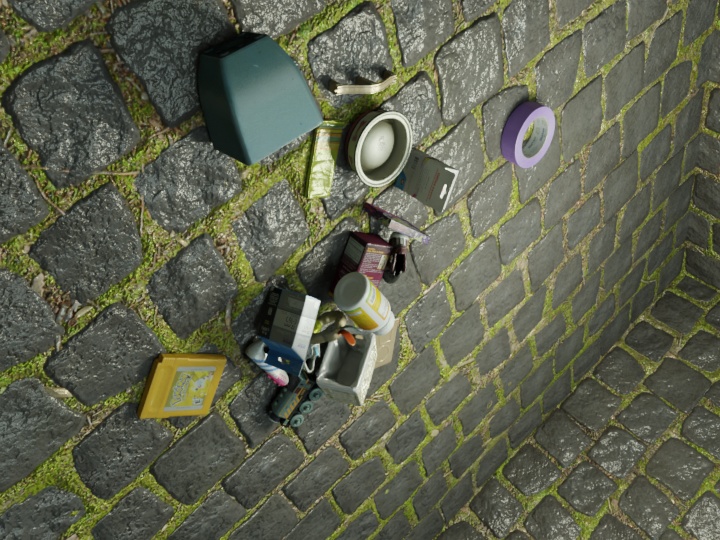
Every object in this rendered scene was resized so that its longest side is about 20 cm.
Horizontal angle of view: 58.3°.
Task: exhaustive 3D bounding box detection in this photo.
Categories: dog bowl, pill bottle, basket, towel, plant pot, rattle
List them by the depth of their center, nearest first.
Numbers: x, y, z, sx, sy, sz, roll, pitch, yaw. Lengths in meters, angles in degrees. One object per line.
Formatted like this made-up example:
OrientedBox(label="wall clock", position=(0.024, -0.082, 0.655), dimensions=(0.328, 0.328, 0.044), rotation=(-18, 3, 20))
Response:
OrientedBox(label="plant pot", position=(-0.225, -0.369, 1.326), dimensions=(0.194, 0.194, 0.204), rotation=(-34, 125, -21))
OrientedBox(label="towel", position=(-0.092, -0.280, 1.635), dimensions=(0.084, 0.018, 0.205), rotation=(-9, 122, -39))
OrientedBox(label="dog bowl", position=(0.042, -0.327, 1.690), dimensions=(0.197, 0.073, 0.205), rotation=(-24, 130, -30))
OrientedBox(label="rattle", position=(-0.092, 0.121, 1.730), dimensions=(0.127, 0.199, 0.147), rotation=(-19, 103, -24))
OrientedBox(label="pill bottle", position=(0.018, 0.100, 1.792), dimensions=(0.112, 0.110, 0.200), rotation=(-49, 137, -5))
OrientedBox(label="basket", position=(-0.035, 0.288, 1.931), dimensions=(0.125, 0.132, 0.203), rotation=(75, 29, -50))

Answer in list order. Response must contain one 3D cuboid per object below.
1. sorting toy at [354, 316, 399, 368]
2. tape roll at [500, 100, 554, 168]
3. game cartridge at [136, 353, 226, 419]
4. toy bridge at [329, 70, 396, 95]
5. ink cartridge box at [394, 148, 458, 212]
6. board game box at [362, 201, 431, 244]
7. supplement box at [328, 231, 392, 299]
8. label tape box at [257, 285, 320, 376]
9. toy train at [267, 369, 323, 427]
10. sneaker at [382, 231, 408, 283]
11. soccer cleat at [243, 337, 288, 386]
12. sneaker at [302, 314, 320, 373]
OrientedBox(label="sorting toy", position=(0.040, 0.248, 2.108), dimensions=(0.182, 0.036, 0.205), rotation=(-16, 131, -36))
OrientedBox(label="tape roll", position=(0.548, -0.443, 2.108), dimensions=(0.197, 0.065, 0.205), rotation=(-24, 130, -31))
OrientedBox(label="game cartridge", position=(-0.456, 0.297, 1.658), dimensions=(0.197, 0.032, 0.180), rotation=(7, 111, -47))
OrientedBox(label="toy bridge", position=(0.014, -0.455, 1.582), dimensions=(0.197, 0.067, 0.028), rotation=(-22, 131, -33))
OrientedBox(label="ink cartridge box", position=(0.196, -0.248, 1.794), dimensions=(0.067, 0.199, 0.118), rotation=(1, 117, -43))
OrientedBox(label="board game box", position=(0.105, -0.133, 1.846), dimensions=(0.198, 0.119, 0.033), rotation=(18, 102, -49))
OrientedBox(label="supplement box", position=(0.000, 0.000, 1.859), dimensions=(0.108, 0.085, 0.205), rotation=(4, 113, -44))
OrientedBox(label="label tape box", position=(-0.196, 0.156, 1.689), dimensions=(0.065, 0.141, 0.206), rotation=(23, 81, -49))
OrientedBox(label="toy train", position=(-0.196, 0.379, 1.926), dimensions=(0.113, 0.086, 0.202), rotation=(26, 106, -36))
OrientedBox(label="sneaker", position=(0.097, -0.006, 1.899), dimensions=(0.073, 0.118, 0.203), rotation=(4, 136, -4))
OrientedBox(label="soccer cleat", position=(-0.244, 0.256, 1.806), dimensions=(0.087, 0.070, 0.200), rotation=(-48, 139, -6))
OrientedBox(label="sneaker", position=(-0.139, 0.204, 1.862), dimensions=(0.073, 0.086, 0.205), rotation=(-9, 121, -37))
